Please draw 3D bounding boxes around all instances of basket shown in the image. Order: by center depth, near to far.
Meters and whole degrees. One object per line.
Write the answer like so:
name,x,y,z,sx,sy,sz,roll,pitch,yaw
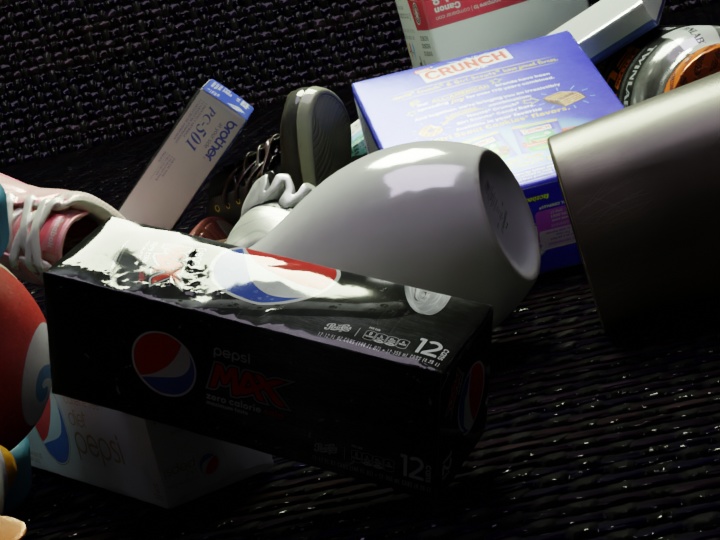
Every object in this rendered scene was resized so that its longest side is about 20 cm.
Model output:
basket,0.212,-0.049,1.105,0.199,0.137,0.180,-17,-10,5

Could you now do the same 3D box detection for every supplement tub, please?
supplement tub,0.243,-0.123,1.516,0.122,0.123,0.200,-15,9,-9

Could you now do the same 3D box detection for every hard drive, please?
hard drive,0.145,-0.160,1.570,0.199,0.025,0.132,-32,10,21

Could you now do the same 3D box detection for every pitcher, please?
pitcher,-0.006,0.016,1.141,0.199,0.122,0.172,-21,27,22

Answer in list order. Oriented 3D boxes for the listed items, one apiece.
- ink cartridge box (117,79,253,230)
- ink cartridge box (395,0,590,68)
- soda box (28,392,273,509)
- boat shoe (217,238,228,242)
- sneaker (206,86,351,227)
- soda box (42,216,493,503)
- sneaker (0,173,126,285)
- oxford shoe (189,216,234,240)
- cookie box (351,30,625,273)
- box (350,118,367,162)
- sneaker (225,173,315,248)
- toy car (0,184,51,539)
ink cartridge box,-0.155,-0.048,1.521,0.201,0.044,0.094,-55,5,9
ink cartridge box,0.127,-0.174,1.755,0.144,0.201,0.145,-17,9,-6
soda box,-0.124,0.072,1.060,0.063,0.069,0.200,-19,11,-28
boat shoe,-0.076,0.008,1.364,0.070,0.071,0.200,-11,10,23
sneaker,-0.065,-0.067,1.457,0.106,0.200,0.075,15,59,12
soda box,-0.043,0.036,0.914,0.199,0.071,0.063,13,31,20
sneaker,-0.245,-0.033,1.408,0.199,0.076,0.105,16,-8,-12
oxford shoe,-0.139,0.029,1.414,0.075,0.071,0.200,-40,-2,28
cookie box,0.099,-0.077,1.395,0.170,0.076,0.200,-14,33,-5
box,-0.027,-0.074,1.606,0.200,0.036,0.144,-36,8,30
sneaker,0.000,0.000,1.275,0.199,0.075,0.081,11,45,29
toy car,-0.203,0.086,0.931,0.176,0.185,0.200,-17,39,-25
